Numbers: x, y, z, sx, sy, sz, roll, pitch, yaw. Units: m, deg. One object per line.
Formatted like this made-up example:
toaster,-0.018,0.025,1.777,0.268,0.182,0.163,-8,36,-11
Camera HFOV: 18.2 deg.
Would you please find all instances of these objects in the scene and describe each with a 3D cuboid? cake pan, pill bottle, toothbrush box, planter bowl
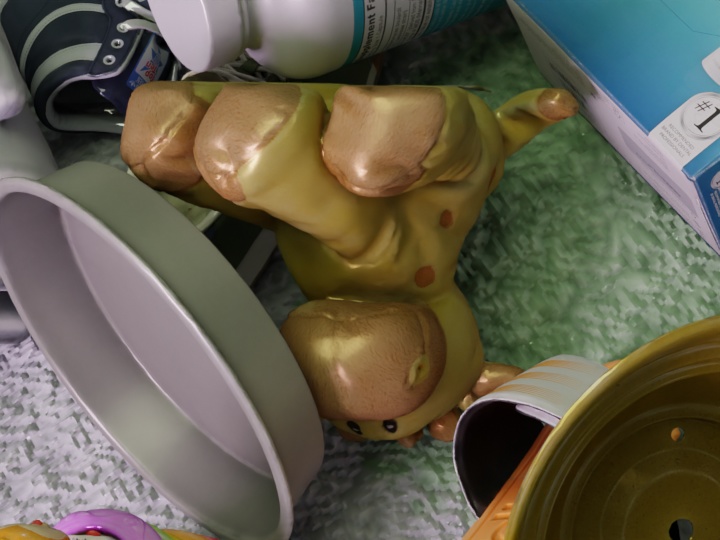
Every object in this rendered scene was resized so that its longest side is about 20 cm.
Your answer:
cake pan,-0.087,0.034,0.982,0.037,0.201,0.200,-38,57,-23
pill bottle,0.002,-0.156,1.038,0.200,0.111,0.111,-22,57,-21
toothbrush box,0.189,-0.129,1.017,0.200,0.085,0.146,-40,58,-2
planter bowl,0.134,0.107,0.850,0.200,0.200,0.083,-43,16,-4

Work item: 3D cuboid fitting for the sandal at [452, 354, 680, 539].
sandal,0.067,0.081,0.918,0.079,0.059,0.207,-18,20,42

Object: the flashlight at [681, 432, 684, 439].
flashlight,0.215,0.116,0.902,0.200,0.068,0.068,39,91,30

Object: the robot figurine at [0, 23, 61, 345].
robot figurine,-0.214,-0.055,1.109,0.170,0.113,0.200,-50,54,32

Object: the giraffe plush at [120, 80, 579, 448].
giraffe plush,0.000,0.000,0.983,0.172,0.200,0.163,5,96,40

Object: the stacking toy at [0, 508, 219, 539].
stacking toy,-0.103,0.140,0.925,0.116,0.200,0.110,4,67,22

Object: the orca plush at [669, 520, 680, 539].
orca plush,0.057,0.171,0.928,0.200,0.105,0.071,-34,96,-20

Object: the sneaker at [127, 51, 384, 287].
sneaker,-0.056,-0.071,1.073,0.067,0.090,0.200,20,73,29

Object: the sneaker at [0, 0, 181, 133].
sneaker,-0.089,-0.141,1.130,0.200,0.070,0.109,-28,54,13
